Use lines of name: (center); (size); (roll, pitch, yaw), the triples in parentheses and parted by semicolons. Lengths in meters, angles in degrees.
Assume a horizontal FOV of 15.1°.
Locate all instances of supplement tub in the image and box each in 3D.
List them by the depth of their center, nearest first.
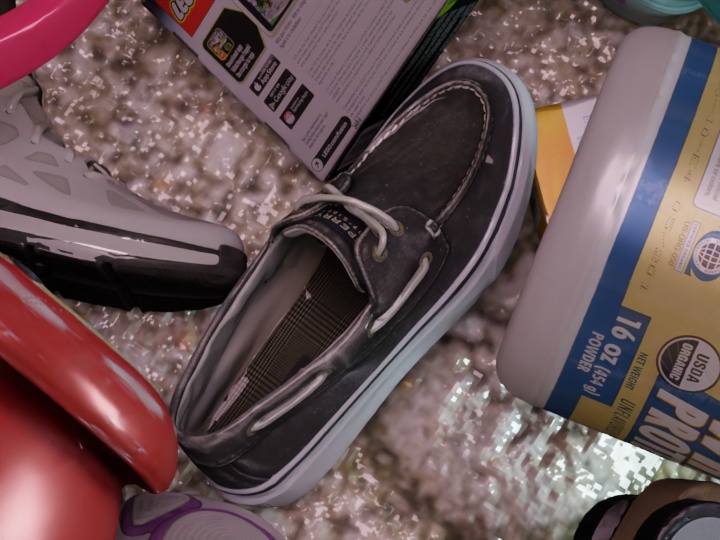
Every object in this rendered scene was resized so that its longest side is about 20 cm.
supplement tub: (0.163, 0.012, 0.971); (0.199, 0.145, 0.145); (22, 75, 4)

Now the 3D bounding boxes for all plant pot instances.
plant pot: (-0.174, 0.077, 0.959); (0.200, 0.200, 0.183); (37, 81, 10)

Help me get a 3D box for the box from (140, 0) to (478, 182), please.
box: (0.004, -0.142, 1.043); (0.110, 0.200, 0.035); (45, 36, 12)

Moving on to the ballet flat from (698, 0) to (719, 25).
ballet flat: (0.114, -0.182, 1.023); (0.065, 0.070, 0.200); (-38, 99, -30)

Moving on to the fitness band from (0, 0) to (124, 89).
fitness band: (-0.153, -0.140, 1.068); (0.143, 0.037, 0.200); (-13, 47, 8)

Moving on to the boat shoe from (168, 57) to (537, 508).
boat shoe: (0.000, 0.000, 1.036); (0.072, 0.071, 0.200); (28, 82, 29)

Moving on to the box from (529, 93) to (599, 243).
box: (0.171, -0.025, 1.077); (0.199, 0.041, 0.119); (-12, 74, -6)

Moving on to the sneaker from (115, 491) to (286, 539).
sneaker: (-0.041, 0.164, 1.001); (0.075, 0.100, 0.200); (-15, 46, -34)

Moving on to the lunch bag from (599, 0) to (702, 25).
lunch bag: (0.101, -0.212, 1.082); (0.200, 0.077, 0.160); (42, 88, -6)

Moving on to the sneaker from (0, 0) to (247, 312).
sneaker: (-0.132, -0.057, 1.067); (0.200, 0.076, 0.116); (13, 76, 7)

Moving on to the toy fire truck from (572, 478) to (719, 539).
toy fire truck: (0.150, 0.194, 0.982); (0.200, 0.129, 0.176); (33, 80, -10)
